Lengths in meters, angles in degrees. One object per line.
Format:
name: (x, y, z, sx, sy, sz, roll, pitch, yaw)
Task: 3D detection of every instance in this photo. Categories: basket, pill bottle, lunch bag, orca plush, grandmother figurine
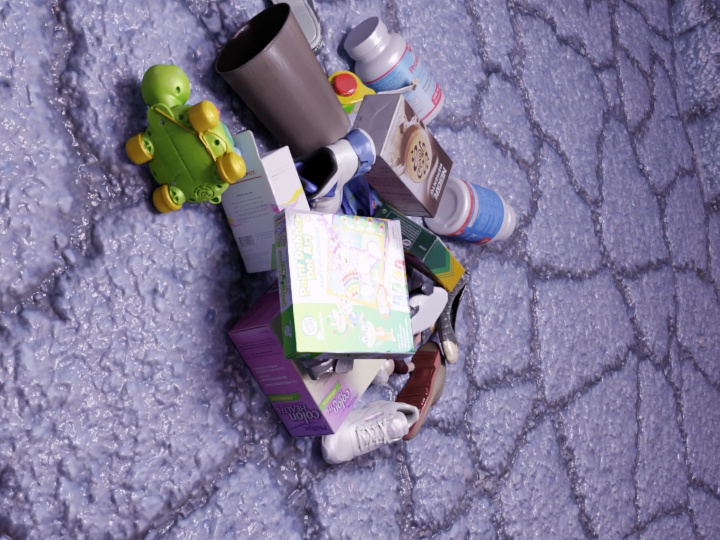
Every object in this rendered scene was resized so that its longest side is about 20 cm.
basket: (-0.112, -0.280, 1.374, 0.201, 0.134, 0.182, 54, 32, -31)
pill bottle: (0.059, -0.357, 1.609, 0.200, 0.107, 0.110, 47, 49, -32)
lunch bag: (0.033, -0.147, 1.555, 0.150, 0.092, 0.204, -41, 122, -49)
pill bottle: (0.220, -0.111, 1.737, 0.198, 0.111, 0.115, 11, 73, -47)
orca plush: (0.076, 0.082, 1.514, 0.201, 0.070, 0.107, -53, 141, -37)
grandmother figurine: (0.065, 0.128, 1.538, 0.122, 0.060, 0.200, 56, 41, -12)

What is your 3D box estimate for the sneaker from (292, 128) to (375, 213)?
sneaker: (-0.070, -0.137, 1.349, 0.114, 0.200, 0.081, -21, 73, -39)

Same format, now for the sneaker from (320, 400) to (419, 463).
sneaker: (0.016, 0.250, 1.416, 0.198, 0.098, 0.077, -20, 97, -48)

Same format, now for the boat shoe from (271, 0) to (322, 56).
boat shoe: (-0.114, -0.446, 1.467, 0.060, 0.074, 0.204, 68, 8, -78)

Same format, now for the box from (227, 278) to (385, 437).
box: (-0.076, 0.116, 1.344, 0.202, 0.095, 0.176, 60, 43, -19)

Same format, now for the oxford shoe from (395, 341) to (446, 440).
oxford shoe: (0.115, 0.224, 1.564, 0.075, 0.069, 0.202, 54, 46, -32)

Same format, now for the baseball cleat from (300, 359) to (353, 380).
baseball cleat: (-0.024, 0.081, 1.298, 0.200, 0.069, 0.108, -42, 118, -36)

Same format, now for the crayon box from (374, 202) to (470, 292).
crayon box: (0.106, -0.032, 1.541, 0.052, 0.125, 0.200, -54, 150, -2)

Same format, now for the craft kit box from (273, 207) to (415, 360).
craft kit box: (-0.022, 0.022, 1.242, 0.194, 0.048, 0.205, 2, 72, -29)

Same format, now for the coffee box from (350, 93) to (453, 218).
coffee box: (0.066, -0.185, 1.455, 0.200, 0.078, 0.115, 41, 62, -49)

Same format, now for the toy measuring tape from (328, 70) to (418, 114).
toy measuring tape: (0.003, -0.319, 1.531, 0.196, 0.073, 0.075, -21, 97, -17)

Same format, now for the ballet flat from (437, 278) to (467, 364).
ballet flat: (0.170, 0.085, 1.633, 0.067, 0.055, 0.203, 75, 15, -46)

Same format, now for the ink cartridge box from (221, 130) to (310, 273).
ink cartridge box: (-0.143, -0.107, 1.296, 0.067, 0.115, 0.204, -34, 110, -47)

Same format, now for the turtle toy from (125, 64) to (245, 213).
turtle toy: (-0.239, -0.184, 1.208, 0.203, 0.143, 0.101, 64, 20, -17)
